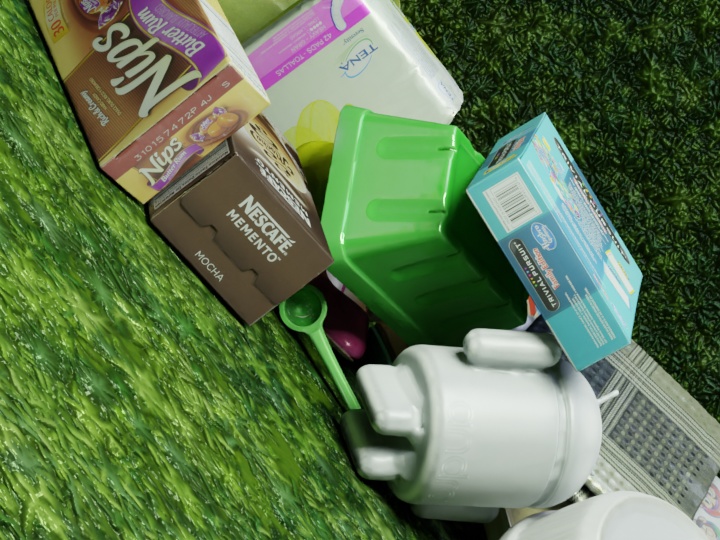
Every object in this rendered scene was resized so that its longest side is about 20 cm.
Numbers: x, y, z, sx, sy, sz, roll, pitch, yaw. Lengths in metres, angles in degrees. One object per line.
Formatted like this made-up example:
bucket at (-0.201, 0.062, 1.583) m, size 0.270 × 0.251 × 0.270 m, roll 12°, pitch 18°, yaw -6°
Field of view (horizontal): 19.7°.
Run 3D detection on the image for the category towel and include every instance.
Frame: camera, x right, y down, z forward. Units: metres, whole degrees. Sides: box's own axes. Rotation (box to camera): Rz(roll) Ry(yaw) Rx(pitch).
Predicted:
towel at (0.198, 0.123, 1.647) m, size 0.200 × 0.035 × 0.193 m, roll 43°, pitch 36°, yaw 3°

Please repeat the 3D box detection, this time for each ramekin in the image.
ramekin at (0.191, 0.249, 1.472) m, size 0.202 × 0.094 × 0.203 m, roll 27°, pitch 44°, yaw -29°

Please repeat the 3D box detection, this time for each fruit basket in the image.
fruit basket at (0.015, -0.034, 1.592) m, size 0.216 × 0.215 × 0.156 m, roll 42°, pitch 50°, yaw -50°

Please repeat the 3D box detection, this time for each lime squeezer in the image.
lime squeezer at (-0.049, 0.026, 1.575) m, size 0.071 × 0.038 × 0.200 m, roll 88°, pitch -21°, yaw -45°

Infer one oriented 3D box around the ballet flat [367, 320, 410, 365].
ballet flat at (0.052, 0.107, 1.628) m, size 0.200 × 0.063 × 0.069 m, roll -107°, pitch -166°, yaw -54°

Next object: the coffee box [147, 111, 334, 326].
coffee box at (-0.095, -0.063, 1.496) m, size 0.113 × 0.080 × 0.200 m, roll 49°, pitch 10°, yaw -27°

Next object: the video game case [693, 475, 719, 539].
video game case at (0.260, 0.230, 1.653) m, size 0.182 × 0.024 × 0.200 m, roll 43°, pitch 38°, yaw -9°

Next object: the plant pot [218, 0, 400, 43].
plant pot at (-0.100, -0.226, 1.827) m, size 0.190 × 0.200 × 0.200 m, roll 33°, pitch 19°, yaw -31°

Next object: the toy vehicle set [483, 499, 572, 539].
toy vehicle set at (0.186, 0.234, 1.618) m, size 0.199 × 0.026 × 0.125 m, roll 13°, pitch 51°, yaw -38°

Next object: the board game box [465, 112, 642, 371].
board game box at (0.146, -0.025, 1.517) m, size 0.151 × 0.047 × 0.200 m, roll 58°, pitch 15°, yaw -6°

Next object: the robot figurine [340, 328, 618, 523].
robot figurine at (0.089, 0.114, 1.489) m, size 0.199 × 0.170 × 0.113 m, roll 4°, pitch 37°, yaw -21°

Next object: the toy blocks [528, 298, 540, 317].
toy blocks at (0.134, 0.073, 1.880) m, size 0.137 × 0.099 × 0.201 m, roll -49°, pitch 129°, yaw -68°

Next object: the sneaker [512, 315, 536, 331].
sneaker at (0.123, 0.053, 1.706) m, size 0.075 × 0.088 × 0.201 m, roll -38°, pitch -108°, yaw 60°

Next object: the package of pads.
package of pads at (-0.033, -0.136, 1.698) m, size 0.155 × 0.200 × 0.068 m, roll 51°, pitch 20°, yaw -13°

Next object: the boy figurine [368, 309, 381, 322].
boy figurine at (0.030, 0.044, 1.770) m, size 0.200 × 0.064 × 0.124 m, roll 57°, pitch 10°, yaw 28°

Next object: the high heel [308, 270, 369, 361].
high heel at (0.000, 0.000, 1.681) m, size 0.067 × 0.096 × 0.200 m, roll 49°, pitch 10°, yaw -21°

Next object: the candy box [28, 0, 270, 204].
candy box at (-0.151, -0.154, 1.446) m, size 0.056 × 0.117 × 0.200 m, roll 43°, pitch 14°, yaw -45°
